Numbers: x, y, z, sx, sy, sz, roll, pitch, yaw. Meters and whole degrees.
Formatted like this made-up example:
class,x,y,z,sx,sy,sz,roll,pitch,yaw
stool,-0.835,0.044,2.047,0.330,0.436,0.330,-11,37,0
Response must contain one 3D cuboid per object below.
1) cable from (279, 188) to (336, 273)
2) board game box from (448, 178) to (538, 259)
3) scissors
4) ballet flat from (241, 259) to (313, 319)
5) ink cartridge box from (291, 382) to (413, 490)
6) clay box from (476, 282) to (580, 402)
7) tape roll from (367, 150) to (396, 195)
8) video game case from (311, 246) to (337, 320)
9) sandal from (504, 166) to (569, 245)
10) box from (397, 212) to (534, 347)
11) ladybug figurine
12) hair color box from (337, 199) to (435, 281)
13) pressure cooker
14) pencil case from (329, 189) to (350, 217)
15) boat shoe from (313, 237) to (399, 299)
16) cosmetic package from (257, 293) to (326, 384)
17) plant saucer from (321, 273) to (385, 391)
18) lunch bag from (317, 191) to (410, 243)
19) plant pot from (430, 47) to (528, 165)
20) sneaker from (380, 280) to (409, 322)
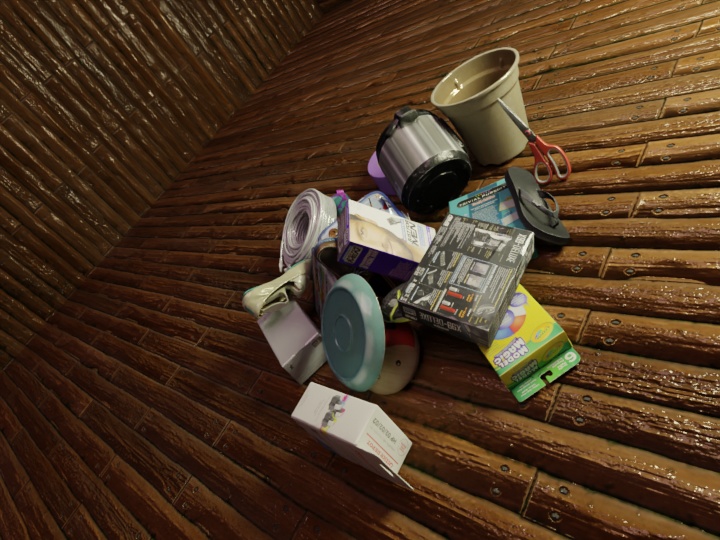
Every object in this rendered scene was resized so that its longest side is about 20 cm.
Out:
class,x,y,z,sx,sy,sz,roll,pitch,yaw
cable,-0.130,-0.099,1.303,0.199,0.068,0.205,-32,51,46
board game box,0.248,-0.083,1.000,0.148,0.047,0.203,-21,38,26
scissors,0.338,-0.260,1.011,0.072,0.203,0.014,-26,1,40
ballet flat,-0.162,0.043,1.129,0.198,0.071,0.069,-31,27,-30
ink cartridge box,-0.002,0.250,0.801,0.197,0.116,0.068,6,53,47
clay box,0.235,0.095,0.808,0.114,0.048,0.201,-37,33,6
tape roll,0.117,-0.288,1.354,0.197,0.066,0.202,-26,35,20
video game case,-0.069,0.058,1.081,0.017,0.146,0.201,-9,29,-16
sandal,0.311,-0.125,0.932,0.043,0.074,0.203,112,152,-44
box,0.173,0.007,0.842,0.155,0.050,0.202,16,59,30
ladybug figurine,0.034,0.131,0.943,0.135,0.072,0.201,-37,33,5
hair color box,0.054,-0.051,1.005,0.065,0.196,0.111,125,152,-44
pressure cooker,0.128,-0.250,1.144,0.177,0.176,0.202,-54,52,36
pencil case,-0.014,-0.135,1.278,0.083,0.095,0.199,-9,20,-27
boat shoe,0.000,0.000,1.016,0.073,0.197,0.073,-57,25,22
cosmetic package,-0.140,0.140,1.108,0.101,0.074,0.200,-41,35,-4
plant saucer,-0.022,0.109,0.907,0.199,0.027,0.206,8,100,58
lunch bag,0.019,-0.062,1.119,0.199,0.076,0.161,-37,75,-3
plant pot,0.279,-0.342,1.140,0.197,0.185,0.202,-25,33,17
sneaker,0.130,0.053,0.909,0.196,0.077,0.076,-20,46,7
